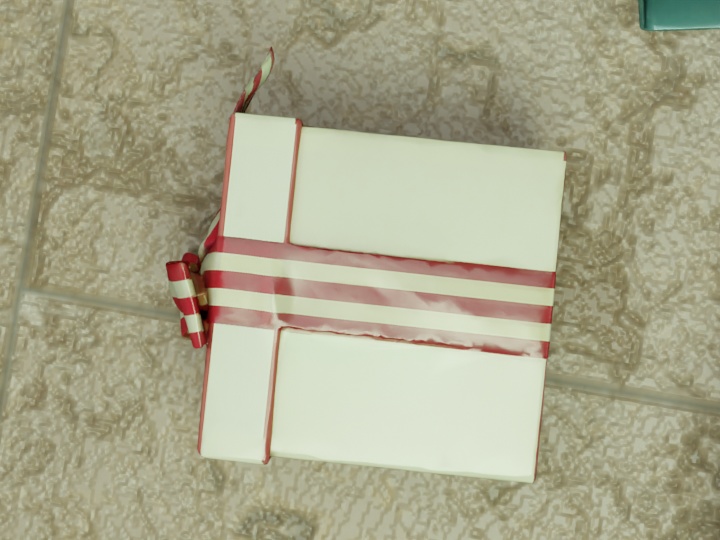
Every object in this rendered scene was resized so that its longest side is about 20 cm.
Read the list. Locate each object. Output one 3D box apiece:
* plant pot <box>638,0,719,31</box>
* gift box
[{"bbox_3d":[0.205,-0.237,1.243,0.140,0.141,0.202,-1,80,8],"label":"plant pot"},{"bbox_3d":[0.000,0.000,1.246,0.185,0.185,0.202,4,85,0],"label":"gift box"}]
